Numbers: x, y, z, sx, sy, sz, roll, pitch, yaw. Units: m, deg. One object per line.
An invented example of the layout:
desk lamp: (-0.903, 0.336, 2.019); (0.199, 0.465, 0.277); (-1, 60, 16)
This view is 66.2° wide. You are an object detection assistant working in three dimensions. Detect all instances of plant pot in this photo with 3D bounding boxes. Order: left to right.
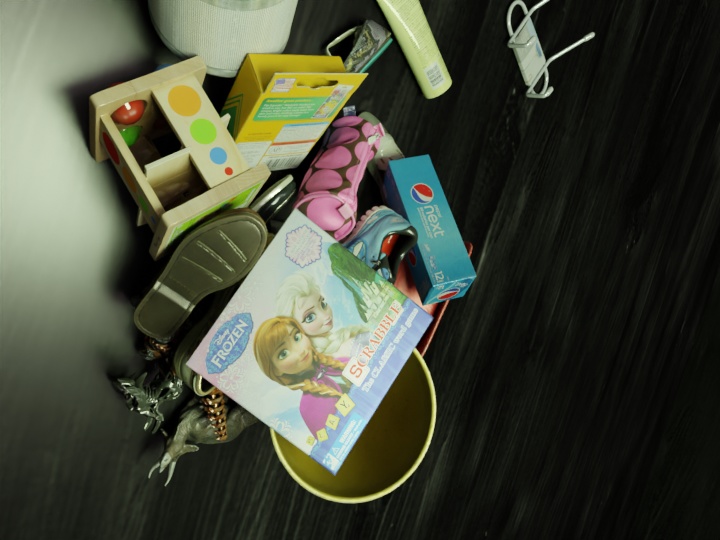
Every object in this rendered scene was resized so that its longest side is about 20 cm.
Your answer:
plant pot: (-0.017, 0.165, 0.696); (0.193, 0.142, 0.207); (1, 85, -9)

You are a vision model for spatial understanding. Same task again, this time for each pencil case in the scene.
pencil case: (-0.026, -0.127, 0.736); (0.203, 0.091, 0.092); (-76, 152, -43)

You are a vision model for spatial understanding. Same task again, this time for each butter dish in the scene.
butter dish: (0.052, 0.015, 0.873); (0.145, 0.199, 0.204); (29, 85, -18)

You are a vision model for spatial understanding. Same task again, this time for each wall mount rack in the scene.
wall mount rack: (0.355, -0.433, 1.038); (0.176, 0.074, 0.201); (-54, 132, -14)

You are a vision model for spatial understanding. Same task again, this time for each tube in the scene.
tube: (0.080, -0.365, 0.844); (0.202, 0.051, 0.059); (55, 27, -34)

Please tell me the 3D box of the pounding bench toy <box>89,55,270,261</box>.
pounding bench toy: (-0.216, -0.114, 0.623); (0.123, 0.199, 0.158); (-33, 92, -30)

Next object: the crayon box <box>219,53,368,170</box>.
crayon box: (-0.093, -0.189, 0.653); (0.123, 0.199, 0.053); (-15, 77, -36)

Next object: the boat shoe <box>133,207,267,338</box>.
boat shoe: (-0.177, -0.010, 0.608); (0.198, 0.069, 0.072); (-35, 116, 20)

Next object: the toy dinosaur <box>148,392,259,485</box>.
toy dinosaur: (-0.204, 0.208, 0.776); (0.197, 0.077, 0.104); (-4, 125, -51)

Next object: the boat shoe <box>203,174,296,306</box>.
boat shoe: (-0.142, -0.032, 0.701); (0.199, 0.075, 0.066); (-45, 104, 2)

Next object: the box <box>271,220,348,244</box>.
box: (-0.090, 0.043, 0.783); (0.125, 0.108, 0.206); (5, 101, -41)

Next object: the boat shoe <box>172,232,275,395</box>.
boat shoe: (-0.140, 0.051, 0.648); (0.073, 0.062, 0.203); (38, 78, -40)

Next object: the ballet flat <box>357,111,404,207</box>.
ballet flat: (0.051, -0.157, 0.871); (0.067, 0.063, 0.203); (-44, 128, -27)

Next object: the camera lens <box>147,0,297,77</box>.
camera lens: (-0.133, -0.312, 0.551); (0.155, 0.200, 0.165); (5, 72, -17)

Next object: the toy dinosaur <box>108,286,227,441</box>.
toy dinosaur: (-0.225, 0.120, 0.679); (0.135, 0.201, 0.103); (-36, 169, -32)

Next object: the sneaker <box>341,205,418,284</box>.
sneaker: (0.000, 0.000, 0.713); (0.201, 0.089, 0.079); (-51, 131, -14)

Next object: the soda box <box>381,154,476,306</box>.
soda box: (0.092, -0.060, 0.781); (0.066, 0.205, 0.065); (-11, 156, -14)

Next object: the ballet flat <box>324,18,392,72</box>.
ballet flat: (-0.034, -0.272, 0.769); (0.203, 0.071, 0.072); (-56, 131, -12)

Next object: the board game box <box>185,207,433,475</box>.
board game box: (-0.052, 0.075, 0.604); (0.197, 0.041, 0.203); (36, 80, -5)
